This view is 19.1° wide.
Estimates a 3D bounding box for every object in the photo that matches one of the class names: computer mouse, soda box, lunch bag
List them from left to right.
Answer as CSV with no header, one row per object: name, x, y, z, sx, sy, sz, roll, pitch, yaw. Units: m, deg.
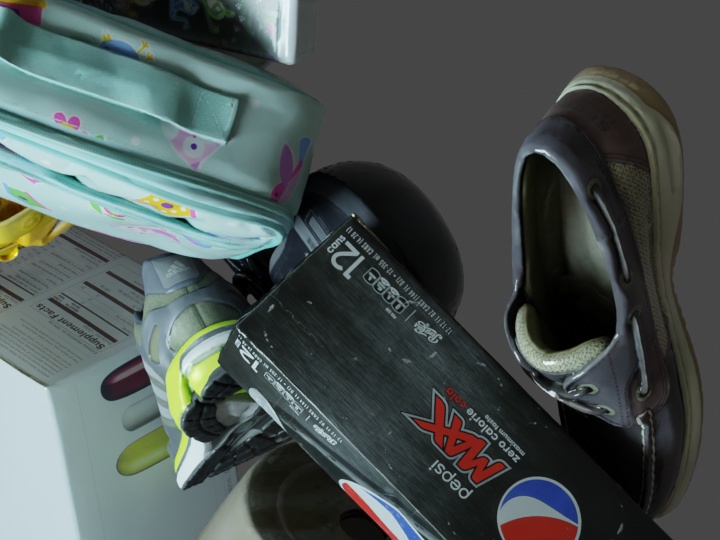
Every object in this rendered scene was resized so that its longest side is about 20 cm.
lunch bag,-0.122,-0.065,0.887,0.160,0.199,0.077,177,111,-74
computer mouse,0.000,0.000,0.964,0.139,0.053,0.200,58,160,5
soda box,0.037,0.077,0.845,0.200,0.071,0.063,45,162,4

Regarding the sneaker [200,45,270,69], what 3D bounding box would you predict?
sneaker,-0.055,-0.126,0.945,0.071,0.073,0.200,44,152,-26

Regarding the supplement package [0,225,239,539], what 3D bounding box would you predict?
supplement package,-0.157,0.100,1.196,0.156,0.111,0.201,26,133,44

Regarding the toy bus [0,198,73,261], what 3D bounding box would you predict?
toy bus,-0.199,-0.073,1.130,0.200,0.136,0.192,45,157,22

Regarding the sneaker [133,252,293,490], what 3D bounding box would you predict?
sneaker,-0.073,0.048,1.056,0.081,0.074,0.200,62,166,17

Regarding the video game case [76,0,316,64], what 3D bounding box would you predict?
video game case,-0.095,-0.196,0.852,0.181,0.023,0.201,16,116,24

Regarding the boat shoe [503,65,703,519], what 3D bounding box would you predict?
boat shoe,0.088,0.020,0.831,0.072,0.065,0.201,26,134,40

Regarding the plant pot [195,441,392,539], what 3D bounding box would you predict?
plant pot,-0.020,0.182,1.007,0.200,0.200,0.174,42,128,30
